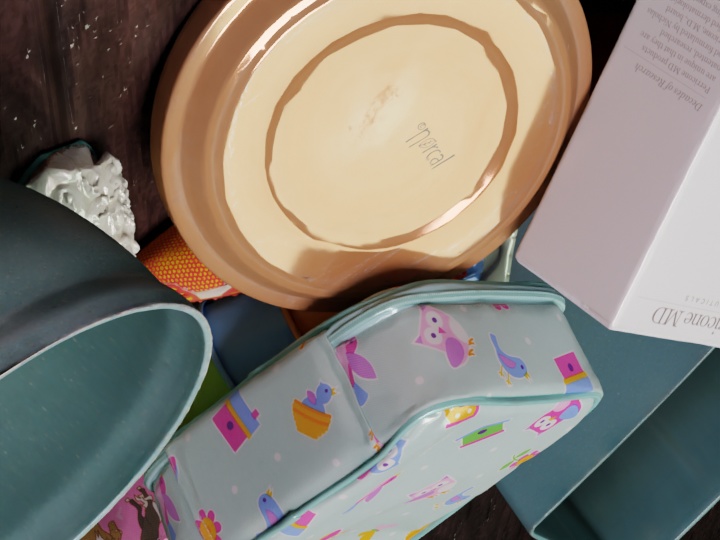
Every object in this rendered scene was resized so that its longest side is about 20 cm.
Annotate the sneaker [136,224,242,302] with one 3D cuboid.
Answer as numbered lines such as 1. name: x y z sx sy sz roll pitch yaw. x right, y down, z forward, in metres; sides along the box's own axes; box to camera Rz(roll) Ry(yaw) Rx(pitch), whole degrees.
1. sneaker: -0.025 -0.051 1.337 0.199 0.077 0.073 -32 -161 4

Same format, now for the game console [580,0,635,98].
1. game console: 0.178 -0.067 1.458 0.199 0.173 0.119 3 127 -2

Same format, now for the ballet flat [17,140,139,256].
1. ballet flat: -0.124 0.022 1.274 0.072 0.072 0.200 -32 158 -30

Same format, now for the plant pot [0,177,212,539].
1. plant pot: -0.173 0.037 1.087 0.200 0.134 0.201 -37 161 -15

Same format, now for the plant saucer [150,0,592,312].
1. plant saucer: 0.009 -0.065 1.247 0.199 0.032 0.201 -13 129 -16

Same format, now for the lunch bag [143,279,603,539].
1. lunch bag: 0.005 0.078 1.348 0.200 0.077 0.160 -37 159 35

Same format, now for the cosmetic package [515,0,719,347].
1. cosmetic package: 0.161 -0.072 1.281 0.101 0.071 0.201 9 112 -45

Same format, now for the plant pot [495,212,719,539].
1. plant pot: 0.110 0.036 1.558 0.141 0.200 0.141 -45 148 9

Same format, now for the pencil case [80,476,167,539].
1. pencil case: -0.131 0.156 1.531 0.200 0.083 0.086 -45 163 9

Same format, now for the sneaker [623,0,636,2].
1. sneaker: 0.201 -0.199 1.449 0.200 0.071 0.099 -43 168 12

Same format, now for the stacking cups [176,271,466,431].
1. stacking cups: -0.045 0.033 1.360 0.199 0.061 0.060 -24 166 14

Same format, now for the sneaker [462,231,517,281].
1. sneaker: 0.022 -0.048 1.405 0.077 0.110 0.201 -97 -166 -75
